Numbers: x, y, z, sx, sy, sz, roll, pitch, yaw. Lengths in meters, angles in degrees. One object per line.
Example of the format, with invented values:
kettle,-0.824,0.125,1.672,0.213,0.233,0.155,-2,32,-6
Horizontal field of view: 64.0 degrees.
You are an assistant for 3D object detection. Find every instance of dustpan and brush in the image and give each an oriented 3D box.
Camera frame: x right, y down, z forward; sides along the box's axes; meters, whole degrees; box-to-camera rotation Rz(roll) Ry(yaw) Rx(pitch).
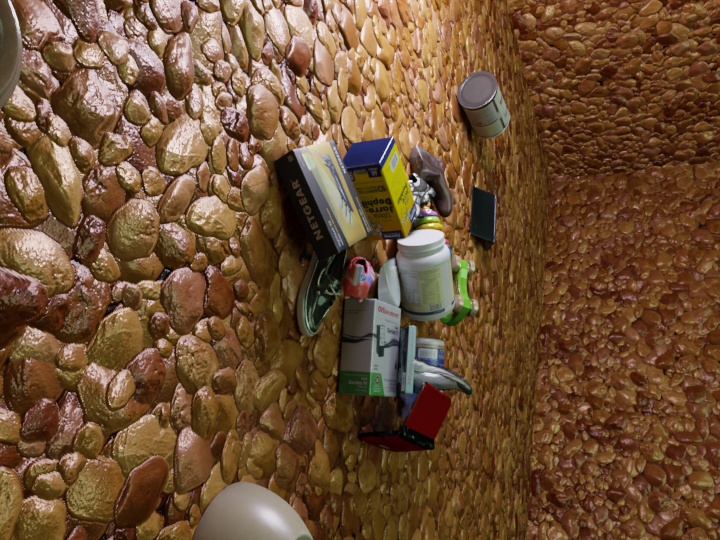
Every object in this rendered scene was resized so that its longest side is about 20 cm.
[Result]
dustpan and brush,0.065,0.079,1.407,0.139,0.056,0.206,-18,98,-74

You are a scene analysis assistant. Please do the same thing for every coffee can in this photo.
coffee can,0.445,-0.591,2.073,0.200,0.143,0.150,38,56,-56

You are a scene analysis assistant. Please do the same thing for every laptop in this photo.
laptop,0.464,-0.197,2.231,0.200,0.112,0.193,94,2,-77

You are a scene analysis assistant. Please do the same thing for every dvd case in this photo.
dvd case,0.091,0.215,1.348,0.200,0.021,0.150,127,-31,-74

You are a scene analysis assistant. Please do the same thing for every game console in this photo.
game console,0.111,0.350,1.358,0.200,0.168,0.122,41,44,-53

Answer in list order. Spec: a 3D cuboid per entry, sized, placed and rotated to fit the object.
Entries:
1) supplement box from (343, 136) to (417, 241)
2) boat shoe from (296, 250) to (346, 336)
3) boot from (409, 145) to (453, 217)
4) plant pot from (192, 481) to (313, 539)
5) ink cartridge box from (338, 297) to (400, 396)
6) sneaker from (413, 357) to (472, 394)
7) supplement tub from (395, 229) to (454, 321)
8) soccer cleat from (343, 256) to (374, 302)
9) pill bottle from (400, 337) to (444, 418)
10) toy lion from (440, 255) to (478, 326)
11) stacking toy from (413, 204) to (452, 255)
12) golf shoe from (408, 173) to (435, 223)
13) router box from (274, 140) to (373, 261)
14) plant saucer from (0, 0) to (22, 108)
supplement box,0.043,-0.181,1.308,0.203,0.106,0.111,66,35,-36
boat shoe,-0.072,0.031,1.122,0.071,0.062,0.205,46,49,-51
boot,0.205,-0.254,1.674,0.199,0.063,0.192,2,74,-66
plant pot,-0.146,0.439,0.879,0.199,0.131,0.206,10,79,-61
ink cartridge box,0.023,0.172,1.276,0.146,0.081,0.206,23,68,-60
sneaker,0.178,0.270,1.410,0.074,0.195,0.081,44,63,-81
supplement tub,0.166,0.011,1.488,0.145,0.142,0.205,-40,127,-56
soccer cleat,0.000,0.000,1.202,0.200,0.065,0.078,-71,174,-72
pill bottle,0.158,0.282,1.498,0.115,0.113,0.206,23,69,-60
toy lion,0.251,0.067,1.631,0.067,0.192,0.204,15,54,-18
stacking toy,0.187,-0.129,1.613,0.116,0.107,0.206,36,45,-72
golf shoe,0.122,-0.179,1.521,0.095,0.077,0.201,50,44,-15
router box,-0.064,-0.137,1.101,0.157,0.051,0.204,-34,101,-58
plant saucer,-0.405,-0.236,0.534,0.199,0.029,0.206,6,83,-63
